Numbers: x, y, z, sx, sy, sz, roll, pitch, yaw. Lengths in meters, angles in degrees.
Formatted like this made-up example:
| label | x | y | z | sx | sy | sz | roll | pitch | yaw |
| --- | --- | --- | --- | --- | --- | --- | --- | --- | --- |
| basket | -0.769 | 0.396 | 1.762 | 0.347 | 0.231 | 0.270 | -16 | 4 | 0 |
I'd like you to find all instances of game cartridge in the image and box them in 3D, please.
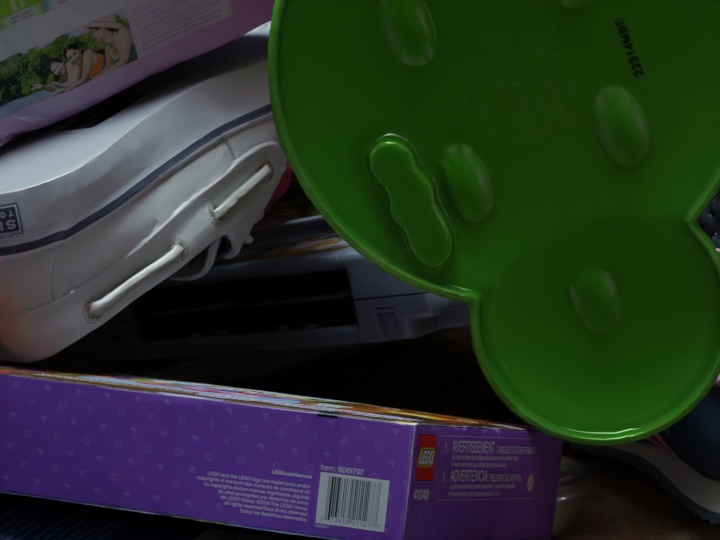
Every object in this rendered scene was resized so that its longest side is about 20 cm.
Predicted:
| label | x | y | z | sx | sy | sz | roll | pitch | yaw |
| --- | --- | --- | --- | --- | --- | --- | --- | --- | --- |
| game cartridge | 0.000 | 0.000 | 1.071 | 0.199 | 0.042 | 0.133 | -6 | 13 | 46 |

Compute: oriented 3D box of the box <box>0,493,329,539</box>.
| label | x | y | z | sx | sy | sz | roll | pitch | yaw |
| --- | --- | --- | --- | --- | --- | --- | --- | --- | --- |
| box | -0.073 | 0.104 | 0.816 | 0.199 | 0.033 | 0.121 | 7 | 18 | 22 |

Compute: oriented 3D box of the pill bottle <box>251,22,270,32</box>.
| label | x | y | z | sx | sy | sz | roll | pitch | yaw |
| --- | --- | --- | --- | --- | --- | --- | --- | --- | --- |
| pill bottle | -0.106 | -0.107 | 1.075 | 0.199 | 0.120 | 0.120 | 31 | 18 | -3 |

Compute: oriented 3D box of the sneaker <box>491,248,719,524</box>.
| label | x | y | z | sx | sy | sz | roll | pitch | yaw |
| --- | --- | --- | --- | --- | --- | --- | --- | --- | --- |
| sneaker | 0.108 | 0.026 | 0.975 | 0.070 | 0.083 | 0.200 | -9 | 16 | -28 |

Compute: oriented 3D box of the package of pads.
| label | x | y | z | sx | sy | sz | roll | pitch | yaw |
| --- | --- | --- | --- | --- | --- | --- | --- | --- | --- |
| package of pads | -0.121 | -0.097 | 0.936 | 0.199 | 0.076 | 0.120 | -27 | 28 | -21 |

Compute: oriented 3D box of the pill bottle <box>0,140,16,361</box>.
| label | x | y | z | sx | sy | sz | roll | pitch | yaw |
| --- | --- | --- | --- | --- | --- | --- | --- | --- | --- |
| pill bottle | -0.181 | -0.018 | 1.094 | 0.110 | 0.112 | 0.200 | -7 | 18 | -20 |

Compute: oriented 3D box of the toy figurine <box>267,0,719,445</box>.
| label | x | y | z | sx | sy | sz | roll | pitch | yaw |
| --- | --- | --- | --- | --- | --- | --- | --- | --- | --- |
| toy figurine | 0.059 | -0.059 | 0.949 | 0.149 | 0.201 | 0.184 | -21 | 11 | 7 |

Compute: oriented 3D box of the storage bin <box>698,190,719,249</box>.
| label | x | y | z | sx | sy | sz | roll | pitch | yaw |
| --- | --- | --- | --- | --- | --- | --- | --- | --- | --- |
| storage bin | 0.201 | 0.004 | 1.025 | 0.134 | 0.094 | 0.200 | -7 | 18 | -17 |

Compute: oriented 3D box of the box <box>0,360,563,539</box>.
| label | x | y | z | sx | sy | sz | roll | pitch | yaw |
| --- | --- | --- | --- | --- | --- | --- | --- | --- | --- |
| box | -0.051 | 0.056 | 0.892 | 0.199 | 0.039 | 0.137 | 6 | -2 | 22 |

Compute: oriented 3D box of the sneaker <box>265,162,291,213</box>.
| label | x | y | z | sx | sy | sz | roll | pitch | yaw |
| --- | --- | --- | --- | --- | --- | --- | --- | --- | --- |
| sneaker | -0.110 | -0.045 | 1.205 | 0.199 | 0.081 | 0.074 | 0 | -1 | 37 |

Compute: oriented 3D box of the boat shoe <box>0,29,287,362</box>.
| label | x | y | z | sx | sy | sz | roll | pitch | yaw |
| --- | --- | --- | --- | --- | --- | --- | --- | --- | --- |
| boat shoe | -0.061 | -0.030 | 0.940 | 0.072 | 0.066 | 0.200 | -4 | 19 | 29 |
